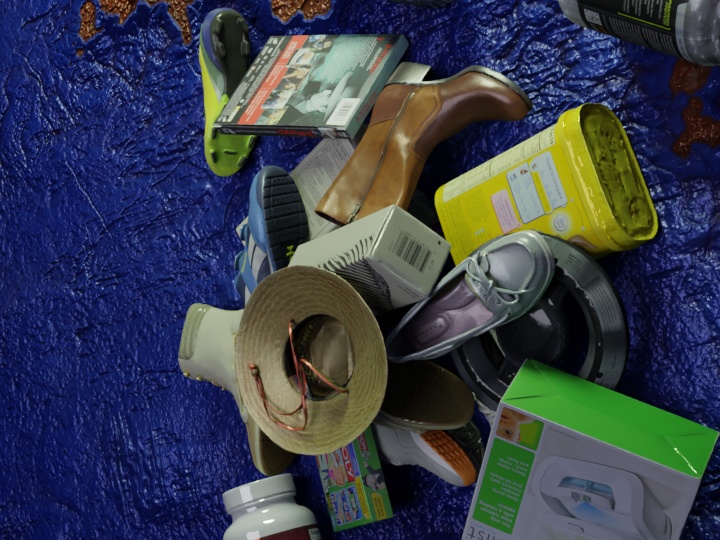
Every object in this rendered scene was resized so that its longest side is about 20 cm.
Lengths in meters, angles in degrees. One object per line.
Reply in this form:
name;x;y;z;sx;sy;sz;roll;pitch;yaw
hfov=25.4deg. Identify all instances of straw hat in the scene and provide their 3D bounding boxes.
straw hat;-0.031;0.085;1.632;0.201;0.085;0.202;7;102;35

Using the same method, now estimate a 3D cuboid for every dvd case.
dvd case;-0.057;-0.208;1.792;0.200;0.022;0.146;4;54;40

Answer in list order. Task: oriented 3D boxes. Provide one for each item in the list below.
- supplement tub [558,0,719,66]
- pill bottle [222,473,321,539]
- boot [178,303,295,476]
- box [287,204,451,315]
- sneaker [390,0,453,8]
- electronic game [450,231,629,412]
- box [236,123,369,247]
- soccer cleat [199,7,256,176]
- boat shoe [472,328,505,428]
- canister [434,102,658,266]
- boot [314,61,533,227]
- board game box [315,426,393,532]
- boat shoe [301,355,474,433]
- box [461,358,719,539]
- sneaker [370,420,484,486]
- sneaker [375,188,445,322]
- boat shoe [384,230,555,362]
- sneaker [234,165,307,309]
supplement tub;0.294;-0.265;1.493;0.200;0.122;0.123;27;108;36
pill bottle;-0.094;0.343;1.843;0.113;0.113;0.200;-26;76;37
boot;-0.146;0.139;1.906;0.154;0.072;0.200;2;99;43
box;0.000;0.000;1.629;0.200;0.082;0.068;-24;36;58
sneaker;0.026;-0.339;1.742;0.200;0.077;0.085;17;99;37
electronic game;0.173;0.060;1.584;0.200;0.042;0.200;10;108;31
box;-0.040;-0.071;1.803;0.200;0.078;0.095;-42;67;33
soccer cleat;-0.162;-0.215;1.920;0.084;0.065;0.201;-159;68;-68
boat shoe;0.148;0.126;1.665;0.072;0.066;0.200;-17;81;38
canister;0.183;-0.062;1.617;0.200;0.086;0.149;-27;77;38
boot;0.065;-0.121;1.654;0.188;0.069;0.200;16;67;32
board game box;-0.021;0.188;1.793;0.135;0.029;0.200;142;115;-67
boat shoe;0.027;0.132;1.687;0.200;0.063;0.073;7;66;17
box;0.219;0.208;1.535;0.200;0.097;0.177;22;120;14
sneaker;0.061;0.186;1.741;0.200;0.076;0.092;42;129;44
sneaker;0.038;0.012;1.749;0.087;0.074;0.200;35;112;27
boat shoe;0.105;0.031;1.554;0.202;0.065;0.075;-34;84;35
sneaker;-0.105;-0.015;1.764;0.082;0.074;0.200;-2;92;40
